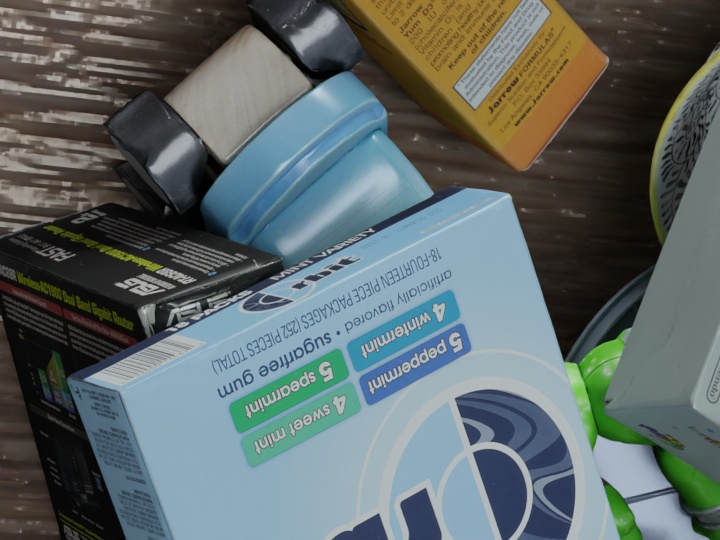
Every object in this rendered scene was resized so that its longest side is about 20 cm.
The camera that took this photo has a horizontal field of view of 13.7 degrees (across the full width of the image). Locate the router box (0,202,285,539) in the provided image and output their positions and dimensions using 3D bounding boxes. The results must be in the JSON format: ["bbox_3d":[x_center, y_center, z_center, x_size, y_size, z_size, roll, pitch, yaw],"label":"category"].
[{"bbox_3d":[-0.075,0.061,1.166,0.062,0.200,0.150,-20,105,-21],"label":"router box"}]

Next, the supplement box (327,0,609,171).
[{"bbox_3d":[0.018,-0.122,1.192,0.069,0.067,0.200,-52,137,-2],"label":"supplement box"}]

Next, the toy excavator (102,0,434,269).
[{"bbox_3d":[0.000,0.000,1.223,0.100,0.194,0.200,-40,80,-7],"label":"toy excavator"}]

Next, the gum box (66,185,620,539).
[{"bbox_3d":[0.007,0.095,1.073,0.170,0.045,0.200,-26,108,-26],"label":"gum box"}]

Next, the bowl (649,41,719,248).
[{"bbox_3d":[0.222,-0.063,1.260,0.201,0.094,0.201,3,131,3],"label":"bowl"}]

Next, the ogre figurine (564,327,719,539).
[{"bbox_3d":[0.065,0.092,1.196,0.200,0.098,0.120,-7,117,15],"label":"ogre figurine"}]

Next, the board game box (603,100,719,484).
[{"bbox_3d":[0.209,0.037,1.182,0.200,0.064,0.148,32,70,-25],"label":"board game box"}]

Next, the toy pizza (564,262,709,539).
[{"bbox_3d":[0.173,0.079,1.262,0.200,0.032,0.200,-1,100,-6],"label":"toy pizza"}]
